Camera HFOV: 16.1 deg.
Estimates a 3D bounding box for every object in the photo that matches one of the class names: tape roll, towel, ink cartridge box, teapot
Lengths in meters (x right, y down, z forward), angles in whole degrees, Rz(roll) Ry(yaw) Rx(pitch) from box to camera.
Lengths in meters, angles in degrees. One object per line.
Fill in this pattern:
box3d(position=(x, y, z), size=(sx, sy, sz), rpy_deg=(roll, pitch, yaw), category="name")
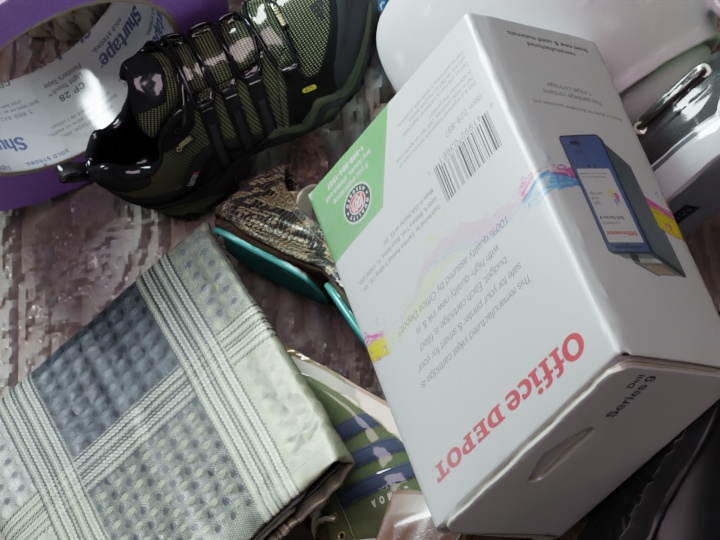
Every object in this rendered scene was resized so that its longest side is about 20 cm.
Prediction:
box3d(position=(-0.172, -0.120, 1.367), size=(0.200, 0.200, 0.066), rpy_deg=(-32, 66, -1), category="tape roll")
box3d(position=(-0.107, 0.098, 1.318), size=(0.192, 0.035, 0.200), rpy_deg=(-41, 47, 9), category="towel")
box3d(position=(0.073, 0.005, 1.196), size=(0.145, 0.087, 0.201), rpy_deg=(-47, 49, 36), category="ink cartridge box")
box3d(position=(0.118, -0.119, 1.319), size=(0.197, 0.200, 0.146), rpy_deg=(-34, 80, -20), category="teapot")

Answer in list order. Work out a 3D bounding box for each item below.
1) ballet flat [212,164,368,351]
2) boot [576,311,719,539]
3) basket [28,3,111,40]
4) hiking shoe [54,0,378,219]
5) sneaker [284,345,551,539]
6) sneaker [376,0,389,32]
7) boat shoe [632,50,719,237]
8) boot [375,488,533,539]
box3d(position=(0.000, 0.000, 1.335), size=(0.075, 0.068, 0.200), rpy_deg=(-46, 50, -6), category="ballet flat")
box3d(position=(0.189, 0.141, 1.209), size=(0.162, 0.073, 0.199), rpy_deg=(27, 82, -13), category="boot")
box3d(position=(-0.226, -0.244, 1.431), size=(0.197, 0.200, 0.162), rpy_deg=(9, 73, 16), category="basket")
box3d(position=(-0.073, -0.097, 1.352), size=(0.200, 0.100, 0.076), rpy_deg=(-45, 62, 28), category="hiking shoe")
box3d(position=(-0.003, 0.115, 1.308), size=(0.200, 0.067, 0.090), rpy_deg=(30, 73, 19), category="sneaker")
box3d(position=(0.055, -0.202, 1.397), size=(0.200, 0.075, 0.087), rpy_deg=(-37, 84, -9), category="sneaker")
box3d(position=(0.126, -0.034, 1.274), size=(0.200, 0.068, 0.057), rpy_deg=(-36, 62, 26), category="boat shoe")
box3d(position=(-0.013, 0.179, 1.249), size=(0.186, 0.064, 0.201), rpy_deg=(26, 102, 8), category="boot")
